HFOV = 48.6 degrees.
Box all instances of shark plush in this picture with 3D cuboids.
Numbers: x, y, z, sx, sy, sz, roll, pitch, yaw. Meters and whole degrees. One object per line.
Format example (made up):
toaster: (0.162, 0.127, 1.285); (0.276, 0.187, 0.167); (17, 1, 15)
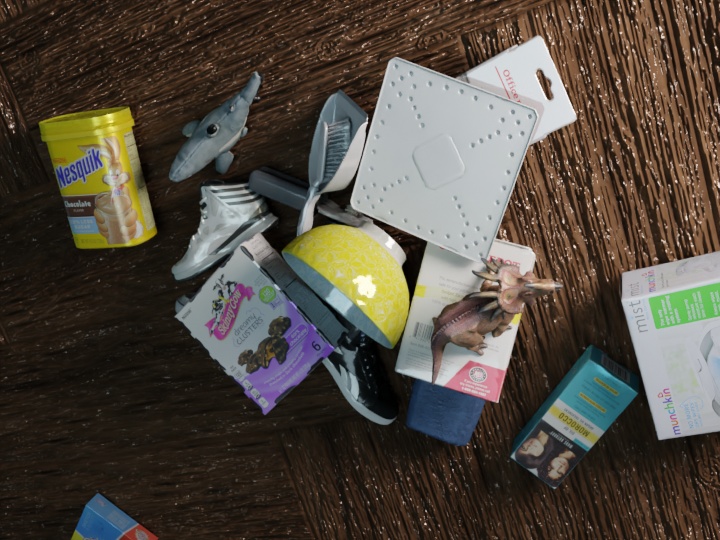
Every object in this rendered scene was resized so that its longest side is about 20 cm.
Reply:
shark plush: (-0.196, -0.198, 1.143); (0.198, 0.083, 0.092); (-28, 98, 28)

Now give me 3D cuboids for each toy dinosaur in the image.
toy dinosaur: (0.138, 0.052, 0.958); (0.199, 0.135, 0.086); (-41, 79, 8)

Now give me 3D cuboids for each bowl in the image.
bowl: (0.000, 0.000, 1.076); (0.199, 0.200, 0.108); (39, 80, 3)

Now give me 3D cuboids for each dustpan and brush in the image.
dustpan and brush: (-0.049, -0.131, 1.082); (0.056, 0.140, 0.204); (0, 116, -20)

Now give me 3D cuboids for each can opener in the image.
can opener: (-0.072, -0.091, 1.152); (0.197, 0.053, 0.068); (26, 113, 10)

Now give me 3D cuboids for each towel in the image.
towel: (0.138, 0.154, 1.169); (0.110, 0.049, 0.204); (21, 115, 14)

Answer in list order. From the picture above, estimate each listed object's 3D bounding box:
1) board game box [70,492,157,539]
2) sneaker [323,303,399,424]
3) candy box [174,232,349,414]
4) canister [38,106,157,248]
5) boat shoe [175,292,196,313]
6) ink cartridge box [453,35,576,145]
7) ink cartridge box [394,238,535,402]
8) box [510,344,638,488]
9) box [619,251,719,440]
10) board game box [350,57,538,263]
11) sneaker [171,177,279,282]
board game box: (-0.500, 0.558, 1.574); (0.152, 0.040, 0.202); (33, 118, 6)
sneaker: (0.010, 0.131, 1.195); (0.201, 0.073, 0.112); (48, 120, 0)
candy box: (-0.145, 0.078, 1.165); (0.200, 0.072, 0.168); (46, 115, -1)
canister: (-0.406, -0.142, 1.245); (0.145, 0.087, 0.204); (-2, 111, 22)
boat shoe: (-0.197, 0.051, 1.247); (0.196, 0.072, 0.067); (11, 109, 16)
ink cartridge box: (0.165, -0.203, 1.011); (0.197, 0.067, 0.117); (-23, 100, 27)
ink cartridge box: (0.143, 0.056, 1.070); (0.142, 0.083, 0.204); (15, 90, 14)
box: (0.300, 0.209, 1.127); (0.082, 0.049, 0.202); (33, 118, 6)
box: (0.437, 0.090, 1.004); (0.173, 0.097, 0.204); (-13, 106, 22)
board game box: (0.101, -0.138, 1.003); (0.197, 0.026, 0.204); (24, 114, 15)
sneaker: (-0.228, -0.071, 1.212); (0.198, 0.076, 0.117); (-31, 97, 19)
